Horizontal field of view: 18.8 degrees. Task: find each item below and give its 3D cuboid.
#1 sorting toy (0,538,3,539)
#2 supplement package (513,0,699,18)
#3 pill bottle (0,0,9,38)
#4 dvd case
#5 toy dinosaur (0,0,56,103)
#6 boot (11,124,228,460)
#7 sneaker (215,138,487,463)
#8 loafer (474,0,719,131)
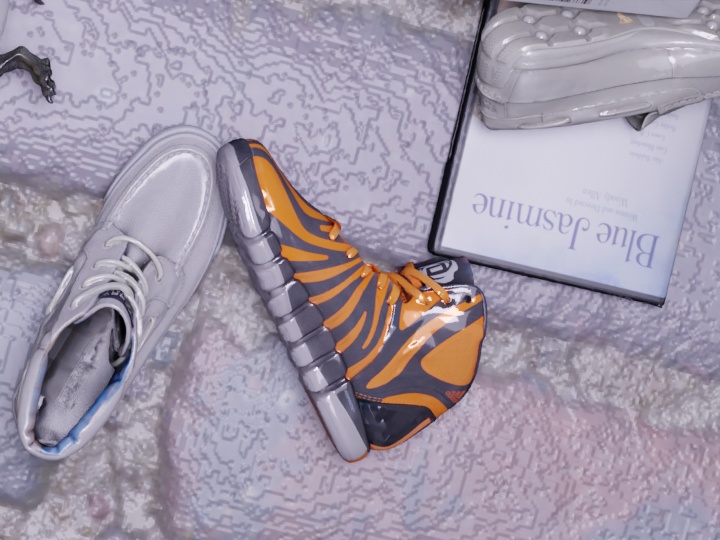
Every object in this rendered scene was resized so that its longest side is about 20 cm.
[{"bbox_3d":[-0.282,0.207,1.126,0.107,0.180,0.200,39,87,-9],"label":"sorting toy"},{"bbox_3d":[0.121,-0.258,1.139,0.152,0.151,0.200,5,72,-8],"label":"supplement package"},{"bbox_3d":[-0.289,-0.160,1.117,0.200,0.116,0.116,2,94,9],"label":"pill bottle"},{"bbox_3d":[0.128,-0.091,1.246,0.143,0.018,0.200,13,92,-9],"label":"dvd case"},{"bbox_3d":[-0.214,-0.124,1.184,0.088,0.047,0.200,-8,92,-1],"label":"toy dinosaur"},{"bbox_3d":[-0.125,0.014,1.178,0.074,0.096,0.200,26,90,-9],"label":"boot"},{"bbox_3d":[0.000,0.000,1.202,0.112,0.078,0.200,-26,114,-5],"label":"sneaker"},{"bbox_3d":[0.159,-0.115,1.214,0.200,0.070,0.070,-5,130,-12],"label":"loafer"}]
